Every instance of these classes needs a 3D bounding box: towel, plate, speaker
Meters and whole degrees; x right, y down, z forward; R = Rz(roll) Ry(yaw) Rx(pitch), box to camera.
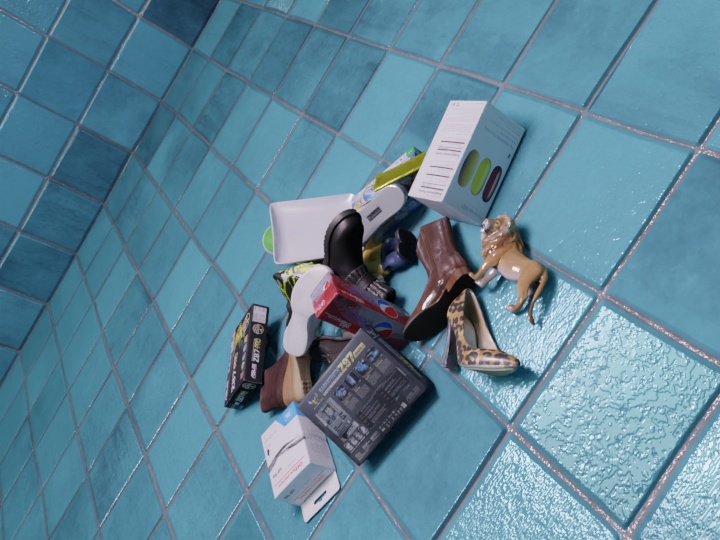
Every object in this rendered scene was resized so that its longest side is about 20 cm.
[{"bbox_3d":[0.115,-0.219,1.578,0.200,0.018,0.086,-26,17,16],"label":"towel"},{"bbox_3d":[-0.098,-0.087,1.753,0.032,0.199,0.200,88,174,-46],"label":"plate"},{"bbox_3d":[-0.160,-0.062,1.863,0.200,0.088,0.089,17,81,56],"label":"speaker"}]

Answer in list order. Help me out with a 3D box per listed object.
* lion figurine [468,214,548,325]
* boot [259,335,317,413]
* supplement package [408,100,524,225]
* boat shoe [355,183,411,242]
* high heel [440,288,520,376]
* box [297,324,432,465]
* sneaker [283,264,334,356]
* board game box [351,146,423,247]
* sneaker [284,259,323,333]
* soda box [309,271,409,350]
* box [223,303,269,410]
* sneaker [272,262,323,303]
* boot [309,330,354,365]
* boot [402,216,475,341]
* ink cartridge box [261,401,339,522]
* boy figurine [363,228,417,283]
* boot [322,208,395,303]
[{"bbox_3d":[0.256,-0.005,1.296,0.122,0.072,0.200,-47,49,2],"label":"lion figurine"},{"bbox_3d":[-0.167,0.200,1.685,0.166,0.072,0.200,-22,63,46],"label":"boot"},{"bbox_3d":[0.196,-0.200,1.457,0.110,0.114,0.200,20,85,57],"label":"supplement package"},{"bbox_3d":[0.026,-0.109,1.608,0.200,0.064,0.071,-34,87,28],"label":"boat shoe"},{"bbox_3d":[0.201,0.096,1.279,0.200,0.071,0.143,-4,70,62],"label":"high heel"},{"bbox_3d":[0.005,0.222,1.398,0.158,0.051,0.200,41,105,11],"label":"box"},{"bbox_3d":[-0.099,0.071,1.573,0.200,0.075,0.088,-67,-11,21],"label":"sneaker"},{"bbox_3d":[0.062,-0.154,1.674,0.200,0.034,0.135,-38,41,32],"label":"board game box"},{"bbox_3d":[-0.108,0.077,1.725,0.200,0.060,0.104,-50,37,24],"label":"sneaker"},{"bbox_3d":[0.006,0.080,1.438,0.063,0.200,0.070,-50,35,19],"label":"soda box"},{"bbox_3d":[-0.263,0.200,1.818,0.161,0.049,0.200,127,150,-51],"label":"box"},{"bbox_3d":[-0.127,0.023,1.681,0.076,0.075,0.200,-35,16,-21],"label":"sneaker"},{"bbox_3d":[-0.041,0.212,1.534,0.200,0.069,0.174,-25,54,48],"label":"boot"},{"bbox_3d":[0.125,0.011,1.458,0.186,0.064,0.200,-47,34,21],"label":"boot"},{"bbox_3d":[-0.120,0.370,1.525,0.116,0.068,0.200,-49,36,20],"label":"ink cartridge box"},{"bbox_3d":[0.028,-0.023,1.605,0.200,0.064,0.124,-23,53,41],"label":"boy figurine"},{"bbox_3d":[0.002,0.000,1.525,0.158,0.079,0.211,41,136,33],"label":"boot"}]
